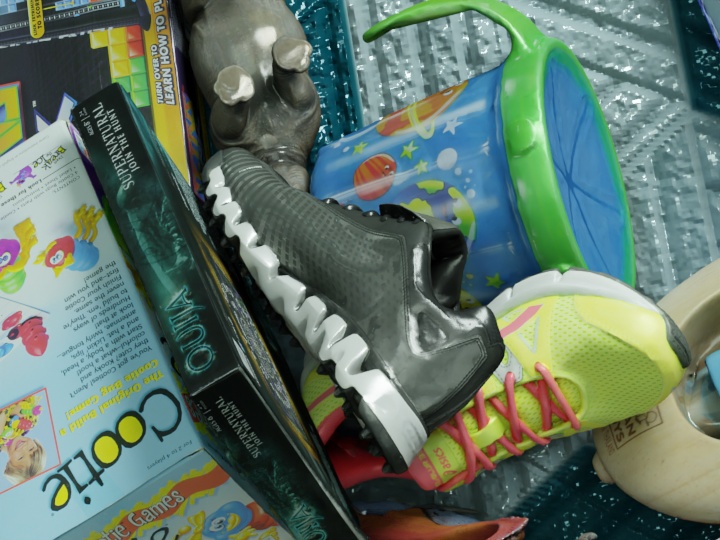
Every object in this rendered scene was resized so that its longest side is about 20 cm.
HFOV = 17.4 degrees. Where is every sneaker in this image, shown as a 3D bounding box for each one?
[{"bbox_3d":[0.055,0.063,1.057,0.199,0.078,0.091,-14,33,31],"label":"sneaker"},{"bbox_3d":[0.000,0.000,1.049,0.090,0.067,0.200,-35,48,-5],"label":"sneaker"}]

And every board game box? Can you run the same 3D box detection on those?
[{"bbox_3d":[-0.123,0.051,1.060,0.104,0.103,0.201,-31,53,6],"label":"board game box"},{"bbox_3d":[-0.159,-0.045,1.204,0.164,0.057,0.202,-11,76,8],"label":"board game box"},{"bbox_3d":[-0.062,0.023,1.029,0.028,0.136,0.201,-30,43,2],"label":"board game box"}]

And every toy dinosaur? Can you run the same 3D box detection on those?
[{"bbox_3d":[0.013,0.120,1.086,0.180,0.201,0.105,18,54,23],"label":"toy dinosaur"}]

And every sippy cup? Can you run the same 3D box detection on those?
[{"bbox_3d":[0.050,-0.028,1.123,0.129,0.140,0.179,-15,63,20],"label":"sippy cup"}]

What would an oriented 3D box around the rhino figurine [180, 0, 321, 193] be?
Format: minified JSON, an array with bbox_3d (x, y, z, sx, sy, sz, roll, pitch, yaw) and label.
[{"bbox_3d":[-0.049,-0.083,1.168,0.059,0.088,0.202,-12,70,-6],"label":"rhino figurine"}]

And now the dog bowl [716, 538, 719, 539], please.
[{"bbox_3d":[0.207,0.214,1.056,0.198,0.079,0.202,-3,78,12],"label":"dog bowl"}]

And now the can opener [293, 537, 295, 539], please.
[{"bbox_3d":[-0.067,0.127,1.094,0.078,0.063,0.200,-35,52,-1],"label":"can opener"}]

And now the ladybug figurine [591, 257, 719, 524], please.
[{"bbox_3d":[0.200,0.053,1.086,0.199,0.072,0.137,-24,52,14],"label":"ladybug figurine"}]

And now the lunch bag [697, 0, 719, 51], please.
[{"bbox_3d":[0.243,-0.184,1.118,0.199,0.124,0.171,-27,73,20],"label":"lunch bag"}]
